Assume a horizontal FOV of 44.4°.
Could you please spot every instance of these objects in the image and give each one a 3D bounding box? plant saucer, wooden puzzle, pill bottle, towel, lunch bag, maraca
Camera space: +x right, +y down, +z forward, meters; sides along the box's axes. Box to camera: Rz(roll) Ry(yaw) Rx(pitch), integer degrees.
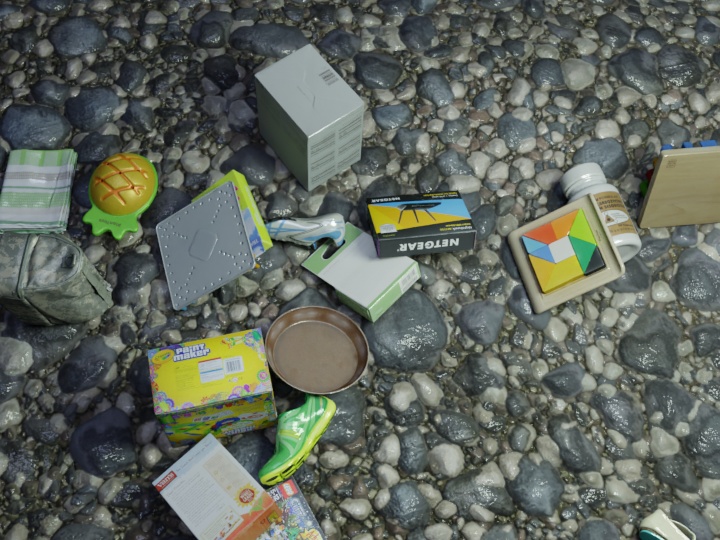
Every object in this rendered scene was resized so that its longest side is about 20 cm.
[{"bbox_3d":[-0.083,0.156,1.670,0.199,0.035,0.201,6,49,-7],"label":"plant saucer"},{"bbox_3d":[0.400,-0.035,1.744,0.199,0.037,0.186,-29,62,24],"label":"wooden puzzle"},{"bbox_3d":[0.485,-0.114,1.804,0.114,0.115,0.201,-12,64,-8],"label":"pill bottle"},{"bbox_3d":[-0.677,-0.169,1.837,0.148,0.031,0.201,0,63,-3],"label":"towel"},{"bbox_3d":[-0.572,0.019,1.655,0.166,0.200,0.140,4,65,4],"label":"lunch bag"},{"bbox_3d":[-0.488,-0.153,1.792,0.136,0.107,0.201,10,63,2],"label":"maraca"}]

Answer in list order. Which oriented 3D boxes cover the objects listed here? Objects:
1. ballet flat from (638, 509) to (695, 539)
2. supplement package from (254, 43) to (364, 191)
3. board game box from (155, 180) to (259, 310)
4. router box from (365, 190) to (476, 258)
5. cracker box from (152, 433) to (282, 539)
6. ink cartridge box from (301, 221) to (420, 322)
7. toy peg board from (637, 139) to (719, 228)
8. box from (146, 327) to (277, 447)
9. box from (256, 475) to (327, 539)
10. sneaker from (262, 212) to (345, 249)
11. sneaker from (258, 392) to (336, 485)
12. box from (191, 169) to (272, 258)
[{"bbox_3d":[0.580,0.494,1.531,0.200,0.070,0.069,40,68,17],"label":"ballet flat"},{"bbox_3d":[-0.106,-0.315,1.837,0.147,0.200,0.192,-33,69,-18],"label":"supplement package"},{"bbox_3d":[-0.304,-0.047,1.739,0.199,0.026,0.201,-28,63,19],"label":"board game box"},{"bbox_3d":[0.119,-0.096,1.784,0.199,0.051,0.150,-6,39,-8],"label":"router box"},{"bbox_3d":[-0.248,0.393,1.519,0.134,0.058,0.200,-40,51,-18],"label":"cracker box"},{"bbox_3d":[0.000,0.000,1.769,0.200,0.048,0.145,31,64,36],"label":"ink cartridge box"},{"bbox_3d":[0.678,-0.198,1.818,0.198,0.200,0.098,-5,48,-5],"label":"toy peg board"},{"bbox_3d":[-0.258,0.212,1.568,0.199,0.193,0.123,-11,63,-8],"label":"box"},{"bbox_3d":[-0.130,0.478,1.524,0.136,0.038,0.201,-27,67,-14],"label":"box"},{"bbox_3d":[-0.129,-0.076,1.788,0.198,0.072,0.073,-2,97,10],"label":"sneaker"},{"bbox_3d":[-0.125,0.304,1.597,0.083,0.074,0.200,32,57,12],"label":"sneaker"},{"bbox_3d":[-0.257,-0.087,1.771,0.122,0.048,0.201,-33,65,19],"label":"box"}]
